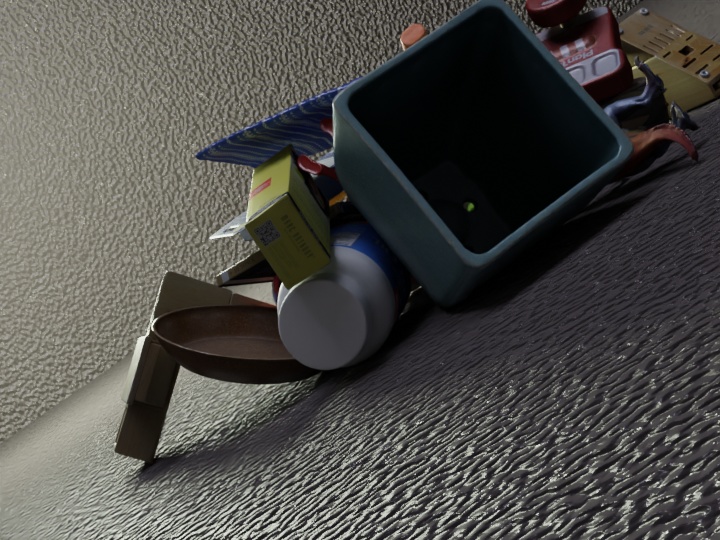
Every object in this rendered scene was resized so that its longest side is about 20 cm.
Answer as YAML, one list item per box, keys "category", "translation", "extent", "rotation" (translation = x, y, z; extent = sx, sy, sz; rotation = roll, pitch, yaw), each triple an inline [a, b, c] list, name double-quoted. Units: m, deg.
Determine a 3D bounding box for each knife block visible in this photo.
- category: "knife block"
  translation: [0.327, -0.191, 1.610]
  extent: [0.064, 0.177, 0.199]
  rotation: [-36, 52, -27]

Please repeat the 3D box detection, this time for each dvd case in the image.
- category: "dvd case"
  translation: [-0.039, -0.030, 1.523]
  extent: [0.199, 0.016, 0.148]
  rotation: [-30, -15, 39]

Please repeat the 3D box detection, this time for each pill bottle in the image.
- category: "pill bottle"
  translation: [-0.016, 0.026, 1.357]
  extent: [0.111, 0.113, 0.200]
  rotation: [-31, 7, 16]

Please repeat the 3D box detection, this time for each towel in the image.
- category: "towel"
  translation: [-0.043, -0.137, 1.408]
  extent: [0.198, 0.024, 0.144]
  rotation: [-21, -11, 26]

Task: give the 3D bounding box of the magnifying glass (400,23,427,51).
- category: "magnifying glass"
  translation: [0.069, -0.169, 1.378]
  extent: [0.079, 0.022, 0.200]
  rotation: [-43, -29, -8]

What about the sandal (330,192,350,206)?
- category: "sandal"
  translation: [-0.028, -0.072, 1.624]
  extent: [0.078, 0.069, 0.212]
  rotation: [-62, -2, -13]

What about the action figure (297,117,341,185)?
- category: "action figure"
  translation: [0.019, -0.096, 1.414]
  extent: [0.199, 0.052, 0.066]
  rotation: [22, -80, -50]

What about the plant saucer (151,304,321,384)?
- category: "plant saucer"
  translation: [-0.109, 0.076, 1.436]
  extent: [0.197, 0.037, 0.201]
  rotation: [5, 12, -1]

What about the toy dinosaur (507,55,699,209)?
- category: "toy dinosaur"
  translation: [0.212, -0.111, 1.338]
  extent: [0.181, 0.105, 0.200]
  rotation: [-41, 8, 21]

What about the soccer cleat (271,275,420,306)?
- category: "soccer cleat"
  translation: [0.000, 0.000, 1.534]
  extent: [0.197, 0.068, 0.077]
  rotation: [-19, -19, 6]

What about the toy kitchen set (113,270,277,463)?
- category: "toy kitchen set"
  translation: [-0.158, 0.121, 1.555]
  extent: [0.163, 0.178, 0.203]
  rotation: [161, 126, -79]

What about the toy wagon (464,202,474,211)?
- category: "toy wagon"
  translation: [0.178, -0.126, 1.562]
  extent: [0.197, 0.040, 0.156]
  rotation: [-18, 38, 13]

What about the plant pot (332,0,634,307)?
- category: "plant pot"
  translation: [0.094, -0.082, 1.312]
  extent: [0.195, 0.196, 0.201]
  rotation: [-35, -15, -21]

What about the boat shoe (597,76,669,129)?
- category: "boat shoe"
  translation: [0.231, -0.127, 1.470]
  extent: [0.198, 0.074, 0.075]
  rotation: [-28, 9, -2]

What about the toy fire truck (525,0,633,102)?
- category: "toy fire truck"
  translation: [0.184, -0.207, 1.514]
  extent: [0.198, 0.113, 0.169]
  rotation: [-20, 33, 19]

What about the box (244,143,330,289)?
- category: "box"
  translation: [-0.065, -0.054, 1.324]
  extent: [0.050, 0.076, 0.200]
  rotation: [-32, 17, 9]

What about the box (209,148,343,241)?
- category: "box"
  translation: [-0.063, -0.080, 1.534]
  extent: [0.199, 0.033, 0.121]
  rotation: [-35, 11, -16]
